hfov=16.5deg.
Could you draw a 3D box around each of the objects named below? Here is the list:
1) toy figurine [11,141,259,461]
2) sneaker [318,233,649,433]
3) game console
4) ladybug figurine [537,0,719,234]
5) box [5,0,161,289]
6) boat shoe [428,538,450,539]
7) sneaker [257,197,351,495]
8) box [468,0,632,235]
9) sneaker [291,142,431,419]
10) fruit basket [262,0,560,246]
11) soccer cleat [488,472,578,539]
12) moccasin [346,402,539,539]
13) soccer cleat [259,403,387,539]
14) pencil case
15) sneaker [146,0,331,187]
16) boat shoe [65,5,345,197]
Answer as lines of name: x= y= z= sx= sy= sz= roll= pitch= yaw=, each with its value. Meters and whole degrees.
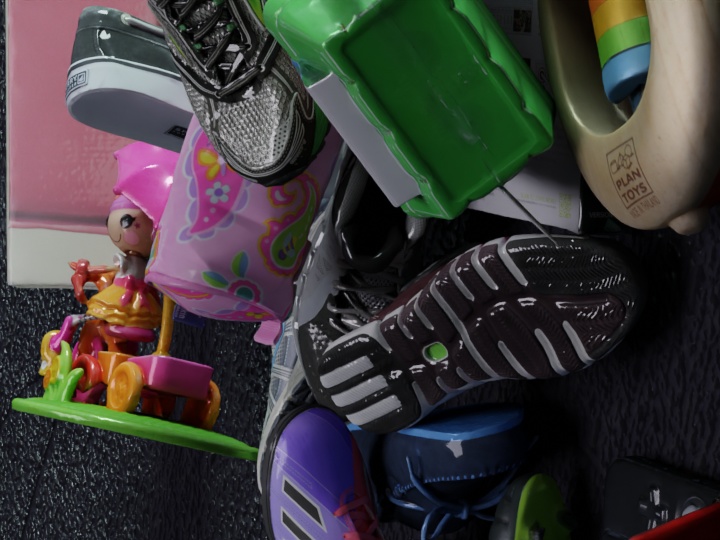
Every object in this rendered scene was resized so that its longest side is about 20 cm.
toy figurine: x=-0.128 y=0.009 z=1.509 sx=0.200 sy=0.150 sz=0.185 roll=4 pitch=80 yaw=59
sneaker: x=0.074 y=0.007 z=1.250 sx=0.200 sy=0.116 sz=0.076 roll=-22 pitch=106 yaw=39
game console: x=0.116 y=0.198 z=1.129 sx=0.172 sy=0.118 sz=0.201 roll=16 pitch=106 yaw=62
ladybug figurine: x=0.137 y=-0.111 z=1.118 sx=0.136 sy=0.072 sz=0.201 roll=146 pitch=119 yaw=-61
box: x=-0.161 y=-0.091 z=1.628 sx=0.128 sy=0.109 sz=0.201 roll=-20 pitch=-70 yaw=-75
boat shoe: x=-0.002 y=0.222 z=1.417 sx=0.202 sy=0.075 sz=0.075 roll=-62 pitch=39 yaw=45
sneaker: x=-0.018 y=0.051 z=1.464 sx=0.086 sy=0.077 sz=0.201 roll=-126 pitch=47 yaw=-68
box: x=0.092 y=-0.124 z=1.252 sx=0.144 sy=0.036 sz=0.201 roll=-163 pitch=72 yaw=-63
sneaker: x=0.000 y=0.000 z=1.333 sx=0.116 sy=0.075 sz=0.201 roll=-73 pitch=-7 yaw=-71
fruit basket: x=0.011 y=-0.102 z=1.182 sx=0.185 sy=0.094 sz=0.200 roll=53 pitch=176 yaw=-22
soccer cleat: x=0.066 y=0.198 z=1.273 sx=0.081 sy=0.067 sz=0.201 roll=12 pitch=105 yaw=33
moccasin: x=0.048 y=0.108 z=1.328 sx=0.200 sy=0.080 sz=0.068 roll=161 pitch=101 yaw=-77
soccer cleat: x=-0.001 y=0.167 z=1.315 sx=0.073 sy=0.068 sz=0.201 roll=14 pitch=118 yaw=53
pencil case: x=-0.048 y=-0.067 z=1.301 sx=0.087 sy=0.087 sz=0.201 roll=-1 pitch=70 yaw=64
sneaker: x=-0.080 y=-0.133 z=1.225 sx=0.078 sy=0.085 sz=0.200 roll=-26 pitch=85 yaw=22
boat shoe: x=-0.073 y=-0.095 z=1.385 sx=0.074 sy=0.199 sz=0.068 roll=-33 pitch=48 yaw=54
